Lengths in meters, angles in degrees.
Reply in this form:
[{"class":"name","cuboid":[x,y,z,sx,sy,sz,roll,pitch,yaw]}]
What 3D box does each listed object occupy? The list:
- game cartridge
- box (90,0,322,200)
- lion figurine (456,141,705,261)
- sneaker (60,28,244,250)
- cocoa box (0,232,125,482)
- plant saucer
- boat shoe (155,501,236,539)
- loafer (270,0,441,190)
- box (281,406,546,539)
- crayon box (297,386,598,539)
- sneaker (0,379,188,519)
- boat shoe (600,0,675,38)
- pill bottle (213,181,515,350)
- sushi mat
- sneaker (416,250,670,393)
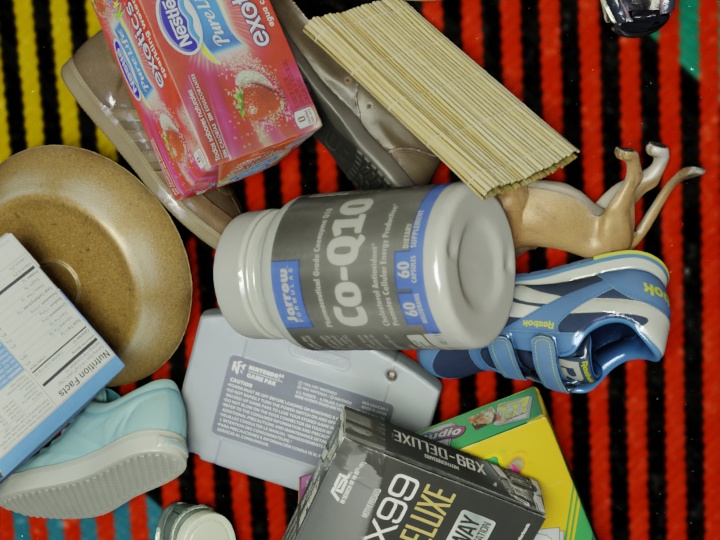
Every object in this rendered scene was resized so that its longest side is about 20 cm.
[{"class":"game cartridge","cuboid":[-0.042,0.105,1.099,0.198,0.041,0.135,17,105,4]},{"class":"box","cuboid":[-0.119,-0.165,0.997,0.095,0.100,0.202,-22,88,-25]},{"class":"lion figurine","cuboid":[0.145,-0.043,1.031,0.197,0.073,0.124,12,108,1]},{"class":"sneaker","cuboid":[-0.139,-0.101,1.057,0.075,0.070,0.200,-42,94,7]},{"class":"cocoa box","cuboid":[-0.291,0.091,1.033,0.131,0.133,0.200,49,141,-4]},{"class":"plant saucer","cuboid":[-0.226,0.006,1.075,0.198,0.035,0.203,7,114,17]},{"class":"boat shoe","cuboid":[-0.132,0.283,1.141,0.061,0.072,0.203,16,115,48]},{"class":"loafer","cuboid":[-0.012,-0.133,1.044,0.071,0.073,0.201,-40,92,-22]},{"class":"box","cuboid":[0.021,0.215,1.011,0.156,0.050,0.202,22,112,-9]},{"class":"crayon box","cuboid":[0.075,0.205,1.066,0.198,0.058,0.174,-22,112,7]},{"class":"sneaker","cuboid":[-0.210,0.142,1.114,0.198,0.083,0.074,-21,141,28]},{"class":"boat shoe","cuboid":[0.186,-0.264,0.973,0.074,0.093,0.202,-13,99,9]},{"class":"pill bottle","cuboid":[0.000,0.000,0.993,0.198,0.113,0.115,-3,101,34]},{"class":"sushi mat","cuboid":[0.056,-0.127,0.981,0.200,0.095,0.012,45,139,26]},{"class":"sneaker","cuboid":[0.134,0.049,1.029,0.198,0.083,0.074,-17,141,17]}]
